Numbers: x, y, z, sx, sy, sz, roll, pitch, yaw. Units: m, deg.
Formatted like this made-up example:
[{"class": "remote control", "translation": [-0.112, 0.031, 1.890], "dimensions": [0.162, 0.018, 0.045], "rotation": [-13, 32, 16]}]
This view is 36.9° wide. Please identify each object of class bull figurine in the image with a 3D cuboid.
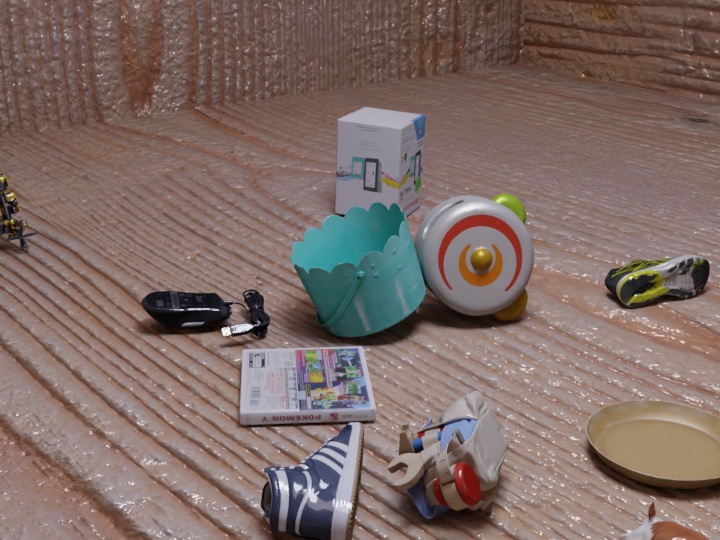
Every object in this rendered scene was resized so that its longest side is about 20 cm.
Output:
[{"class": "bull figurine", "translation": [0.330, 0.304, 1.072], "dimensions": [0.121, 0.066, 0.199], "rotation": [-22, 28, -38]}]

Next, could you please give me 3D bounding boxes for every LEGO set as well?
[{"class": "LEGO set", "translation": [-0.692, -0.089, 1.953], "dimensions": [0.199, 0.156, 0.115], "rotation": [-21, 29, -37]}]

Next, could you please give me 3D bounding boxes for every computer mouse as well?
[{"class": "computer mouse", "translation": [-0.238, 0.079, 1.682], "dimensions": [0.197, 0.047, 0.141], "rotation": [-1, 25, -20]}]

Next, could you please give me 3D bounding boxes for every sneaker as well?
[{"class": "sneaker", "translation": [-0.053, 0.233, 1.235], "dimensions": [0.107, 0.071, 0.200], "rotation": [4, 24, 4]}, {"class": "sneaker", "translation": [0.507, 0.005, 1.846], "dimensions": [0.198, 0.075, 0.085], "rotation": [-8, 22, -23]}]

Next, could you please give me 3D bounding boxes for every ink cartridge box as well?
[{"class": "ink cartridge box", "translation": [0.041, -0.220, 2.244], "dimensions": [0.144, 0.203, 0.147], "rotation": [11, 23, 21]}]

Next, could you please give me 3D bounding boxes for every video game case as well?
[{"class": "video game case", "translation": [-0.077, 0.157, 1.503], "dimensions": [0.180, 0.023, 0.200], "rotation": [-1, 20, -5]}]

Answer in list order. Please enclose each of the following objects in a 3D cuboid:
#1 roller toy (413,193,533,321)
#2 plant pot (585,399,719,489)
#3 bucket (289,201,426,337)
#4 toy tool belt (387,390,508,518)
[{"class": "roller toy", "translation": [0.181, -0.023, 1.735], "dimensions": [0.180, 0.203, 0.140], "rotation": [2, 8, -7]}, {"class": "plant pot", "translation": [0.380, 0.219, 1.348], "dimensions": [0.197, 0.028, 0.200], "rotation": [1, 20, 0]}, {"class": "bucket", "translation": [0.000, 0.000, 1.686], "dimensions": [0.205, 0.136, 0.208], "rotation": [-18, 24, 8]}, {"class": "toy tool belt", "translation": [0.091, 0.227, 1.229], "dimensions": [0.122, 0.126, 0.200], "rotation": [-25, 7, 23]}]
